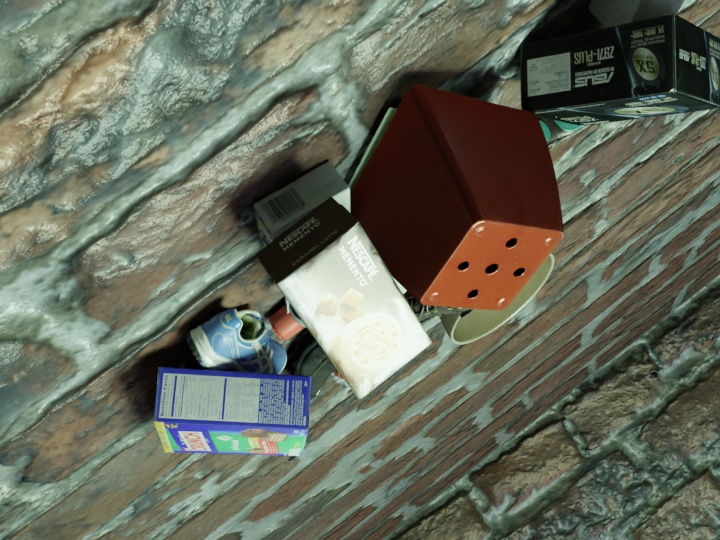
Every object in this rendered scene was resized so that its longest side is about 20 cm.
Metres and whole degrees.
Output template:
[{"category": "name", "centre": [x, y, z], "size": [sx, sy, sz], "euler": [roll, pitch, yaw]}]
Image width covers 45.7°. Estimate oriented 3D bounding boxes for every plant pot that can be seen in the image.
[{"category": "plant pot", "centre": [0.123, -0.066, 1.008], "size": [0.196, 0.178, 0.201], "euler": [5, 135, -32]}]

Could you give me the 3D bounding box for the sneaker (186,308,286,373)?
[{"category": "sneaker", "centre": [-0.146, 0.101, 1.145], "size": [0.077, 0.076, 0.199], "euler": [-38, 157, 12]}]

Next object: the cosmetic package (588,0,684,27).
[{"category": "cosmetic package", "centre": [0.360, -0.383, 1.015], "size": [0.100, 0.074, 0.202], "euler": [-22, 149, -28]}]

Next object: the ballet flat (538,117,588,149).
[{"category": "ballet flat", "centre": [0.263, -0.205, 1.209], "size": [0.198, 0.072, 0.072], "euler": [-35, 155, -6]}]

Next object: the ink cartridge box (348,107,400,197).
[{"category": "ink cartridge box", "centre": [0.082, -0.145, 1.076], "size": [0.196, 0.049, 0.147], "euler": [6, 134, -30]}]

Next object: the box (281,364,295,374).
[{"category": "box", "centre": [-0.158, 0.206, 1.349], "size": [0.137, 0.040, 0.200], "euler": [-42, 155, 7]}]

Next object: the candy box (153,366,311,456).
[{"category": "candy box", "centre": [-0.169, 0.192, 1.138], "size": [0.195, 0.079, 0.170], "euler": [4, 156, -5]}]

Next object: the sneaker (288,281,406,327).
[{"category": "sneaker", "centre": [0.000, 0.000, 1.065], "size": [0.197, 0.076, 0.081], "euler": [-28, 145, -25]}]

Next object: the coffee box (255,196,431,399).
[{"category": "coffee box", "centre": [-0.016, 0.034, 0.983], "size": [0.113, 0.080, 0.202], "euler": [-36, 125, -6]}]

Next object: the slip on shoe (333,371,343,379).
[{"category": "slip on shoe", "centre": [-0.002, 0.096, 1.349], "size": [0.073, 0.062, 0.202], "euler": [-11, 142, -41]}]

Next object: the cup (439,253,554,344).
[{"category": "cup", "centre": [0.178, -0.007, 1.318], "size": [0.198, 0.144, 0.202], "euler": [-29, 153, -16]}]

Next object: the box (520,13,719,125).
[{"category": "box", "centre": [0.321, -0.239, 1.054], "size": [0.197, 0.088, 0.162], "euler": [0, -178, 40]}]

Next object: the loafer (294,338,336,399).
[{"category": "loafer", "centre": [-0.042, 0.126, 1.294], "size": [0.072, 0.072, 0.203], "euler": [-20, 142, -50]}]

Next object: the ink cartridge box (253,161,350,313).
[{"category": "ink cartridge box", "centre": [-0.067, -0.035, 1.056], "size": [0.108, 0.051, 0.201], "euler": [-31, 155, -16]}]

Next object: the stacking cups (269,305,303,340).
[{"category": "stacking cups", "centre": [-0.039, 0.023, 1.178], "size": [0.199, 0.061, 0.061], "euler": [-39, 155, 3]}]

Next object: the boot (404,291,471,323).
[{"category": "boot", "centre": [0.084, 0.041, 1.132], "size": [0.172, 0.071, 0.198], "euler": [-14, 177, 39]}]
